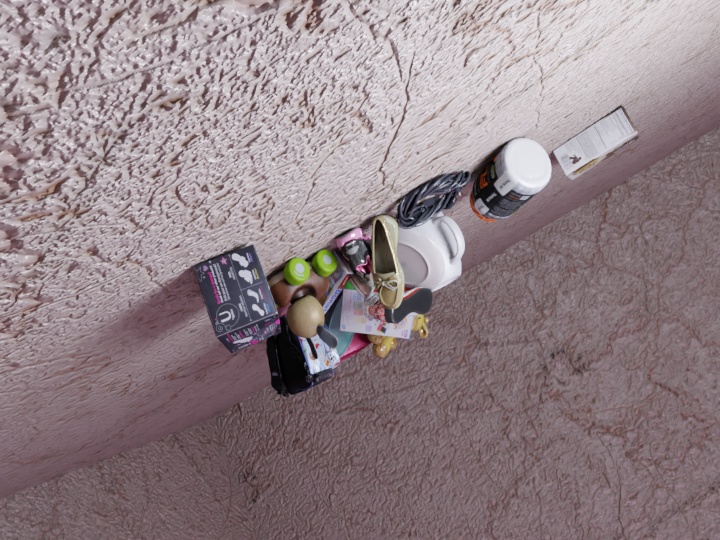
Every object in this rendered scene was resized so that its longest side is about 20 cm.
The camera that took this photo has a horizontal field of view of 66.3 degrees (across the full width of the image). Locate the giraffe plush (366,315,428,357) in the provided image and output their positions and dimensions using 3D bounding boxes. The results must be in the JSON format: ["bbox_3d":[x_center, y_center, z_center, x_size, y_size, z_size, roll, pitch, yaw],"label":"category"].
[{"bbox_3d":[0.118,0.150,1.642,0.157,0.178,0.201,-10,-156,23],"label":"giraffe plush"}]

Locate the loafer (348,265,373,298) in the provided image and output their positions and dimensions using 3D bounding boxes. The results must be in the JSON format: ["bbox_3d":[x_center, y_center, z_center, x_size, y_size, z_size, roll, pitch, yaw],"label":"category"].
[{"bbox_3d":[0.000,0.000,1.345,0.063,0.072,0.201,-42,-160,6],"label":"loafer"}]

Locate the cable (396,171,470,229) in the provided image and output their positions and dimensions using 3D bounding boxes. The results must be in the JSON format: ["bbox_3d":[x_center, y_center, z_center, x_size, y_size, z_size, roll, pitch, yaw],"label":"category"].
[{"bbox_3d":[0.161,-0.154,1.209,0.196,0.052,0.163,-18,166,-40],"label":"cable"}]

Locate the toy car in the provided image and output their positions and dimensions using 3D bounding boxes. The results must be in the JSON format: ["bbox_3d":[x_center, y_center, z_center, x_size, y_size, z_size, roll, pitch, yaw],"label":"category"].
[{"bbox_3d":[-0.111,0.089,1.237,0.155,0.205,0.164,-17,166,-40],"label":"toy car"}]

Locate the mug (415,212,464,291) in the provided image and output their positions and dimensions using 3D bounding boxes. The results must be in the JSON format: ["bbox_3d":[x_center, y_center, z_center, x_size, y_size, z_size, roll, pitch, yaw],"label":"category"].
[{"bbox_3d":[0.188,-0.057,1.385,0.144,0.180,0.200,-20,167,-33],"label":"mug"}]

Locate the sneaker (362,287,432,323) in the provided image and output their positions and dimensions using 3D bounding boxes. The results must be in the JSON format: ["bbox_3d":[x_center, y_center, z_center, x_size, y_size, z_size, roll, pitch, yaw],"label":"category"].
[{"bbox_3d":[0.088,0.077,1.334,0.105,0.070,0.199,7,-167,37],"label":"sneaker"}]

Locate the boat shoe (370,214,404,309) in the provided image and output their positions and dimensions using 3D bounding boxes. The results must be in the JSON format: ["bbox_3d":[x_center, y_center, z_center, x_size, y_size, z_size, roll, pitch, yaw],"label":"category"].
[{"bbox_3d":[0.053,-0.015,1.198,0.071,0.209,0.063,2,-171,24],"label":"boat shoe"}]

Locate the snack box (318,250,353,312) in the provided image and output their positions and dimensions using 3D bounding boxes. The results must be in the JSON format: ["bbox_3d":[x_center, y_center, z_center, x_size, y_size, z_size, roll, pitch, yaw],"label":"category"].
[{"bbox_3d":[-0.089,0.051,1.325,0.024,0.073,0.202,3,133,-43],"label":"snack box"}]

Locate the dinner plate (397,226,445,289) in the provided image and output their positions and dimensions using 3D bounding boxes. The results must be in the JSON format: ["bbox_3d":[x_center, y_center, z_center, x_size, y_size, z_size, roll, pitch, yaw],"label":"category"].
[{"bbox_3d":[0.108,-0.023,1.328,0.200,0.199,0.025,-40,-168,52],"label":"dinner plate"}]

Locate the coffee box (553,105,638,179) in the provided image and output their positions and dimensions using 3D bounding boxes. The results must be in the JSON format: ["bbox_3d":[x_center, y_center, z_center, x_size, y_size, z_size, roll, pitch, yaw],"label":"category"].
[{"bbox_3d":[0.625,-0.334,1.464,0.197,0.082,0.112,-33,167,26],"label":"coffee box"}]

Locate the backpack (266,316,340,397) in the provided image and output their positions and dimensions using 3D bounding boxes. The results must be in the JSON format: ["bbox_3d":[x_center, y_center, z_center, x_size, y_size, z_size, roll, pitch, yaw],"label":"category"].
[{"bbox_3d":[-0.152,0.204,1.433,0.152,0.196,0.198,-22,174,-43],"label":"backpack"}]

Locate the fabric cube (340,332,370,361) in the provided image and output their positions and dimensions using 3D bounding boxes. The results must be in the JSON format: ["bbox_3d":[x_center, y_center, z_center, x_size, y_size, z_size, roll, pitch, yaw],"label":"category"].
[{"bbox_3d":[-0.100,0.184,1.715,0.195,0.205,0.196,-21,169,-27],"label":"fabric cube"}]

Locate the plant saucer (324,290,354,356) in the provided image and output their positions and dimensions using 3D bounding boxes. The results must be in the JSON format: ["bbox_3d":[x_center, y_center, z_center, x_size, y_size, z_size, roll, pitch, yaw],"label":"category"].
[{"bbox_3d":[-0.059,0.144,1.549,0.035,0.208,0.199,14,-175,21],"label":"plant saucer"}]

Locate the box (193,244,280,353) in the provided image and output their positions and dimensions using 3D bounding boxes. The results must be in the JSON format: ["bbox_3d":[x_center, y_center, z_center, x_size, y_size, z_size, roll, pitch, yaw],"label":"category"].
[{"bbox_3d":[-0.220,0.058,1.008,0.111,0.136,0.200,-20,168,-12],"label":"box"}]

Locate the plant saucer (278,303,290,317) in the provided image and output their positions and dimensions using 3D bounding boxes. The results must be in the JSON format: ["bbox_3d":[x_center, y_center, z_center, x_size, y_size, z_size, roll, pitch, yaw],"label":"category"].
[{"bbox_3d":[-0.145,0.071,1.483,0.195,0.052,0.201,-26,169,-5],"label":"plant saucer"}]

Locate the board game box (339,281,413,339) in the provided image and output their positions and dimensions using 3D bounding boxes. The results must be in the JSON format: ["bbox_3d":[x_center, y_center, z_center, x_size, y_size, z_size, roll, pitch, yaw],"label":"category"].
[{"bbox_3d":[0.045,0.102,1.446,0.192,0.041,0.157,7,129,-1],"label":"board game box"}]

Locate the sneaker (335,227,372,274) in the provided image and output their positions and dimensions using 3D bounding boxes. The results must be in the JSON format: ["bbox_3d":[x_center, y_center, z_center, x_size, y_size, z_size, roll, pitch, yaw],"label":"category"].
[{"bbox_3d":[0.001,-0.031,1.259,0.077,0.098,0.200,-30,171,10],"label":"sneaker"}]

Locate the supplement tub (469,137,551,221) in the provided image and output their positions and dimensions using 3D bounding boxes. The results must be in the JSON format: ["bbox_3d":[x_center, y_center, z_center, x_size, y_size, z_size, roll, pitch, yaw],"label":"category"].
[{"bbox_3d":[0.330,-0.196,1.247,0.119,0.126,0.200,-22,168,-22],"label":"supplement tub"}]
